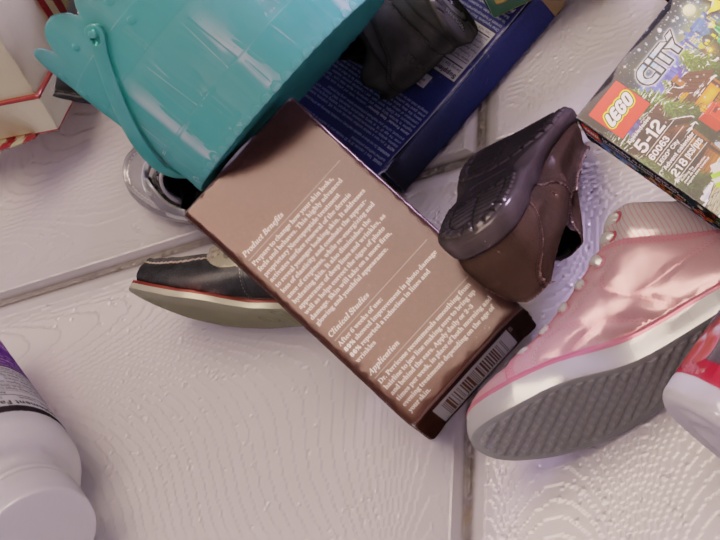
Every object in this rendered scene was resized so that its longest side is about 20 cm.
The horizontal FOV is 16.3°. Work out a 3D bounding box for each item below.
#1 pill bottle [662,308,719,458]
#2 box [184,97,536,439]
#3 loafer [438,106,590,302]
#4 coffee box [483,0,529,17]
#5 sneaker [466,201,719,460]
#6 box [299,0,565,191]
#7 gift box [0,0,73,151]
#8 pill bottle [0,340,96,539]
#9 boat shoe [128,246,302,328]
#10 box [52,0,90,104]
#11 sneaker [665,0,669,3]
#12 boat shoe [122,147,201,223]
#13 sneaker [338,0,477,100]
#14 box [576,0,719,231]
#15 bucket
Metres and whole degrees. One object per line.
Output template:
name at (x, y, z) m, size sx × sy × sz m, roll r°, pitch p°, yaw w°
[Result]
pill bottle at (0.261, 0.021, 1.356) m, size 0.111 × 0.111 × 0.200 m, roll 29°, pitch 80°, yaw 45°
box at (0.000, 0.000, 1.534) m, size 0.200 × 0.075 × 0.100 m, roll 43°, pitch 90°, yaw 15°
loafer at (0.098, -0.035, 1.517) m, size 0.073 × 0.071 × 0.200 m, roll -26°, pitch 14°, yaw 28°
coffee box at (0.112, -0.261, 1.685) m, size 0.123 × 0.044 × 0.200 m, roll -25°, pitch 41°, yaw 6°
sneaker at (0.144, 0.029, 1.462) m, size 0.200 × 0.075 × 0.105 m, roll -28°, pitch 52°, yaw 8°
box at (0.032, -0.133, 1.690) m, size 0.200 × 0.032 × 0.121 m, roll -48°, pitch 44°, yaw -3°
gift box at (-0.303, -0.182, 1.861) m, size 0.184 × 0.187 × 0.200 m, roll -6°, pitch 42°, yaw 32°
pill bottle at (-0.252, 0.122, 1.668) m, size 0.111 × 0.111 × 0.200 m, roll -45°, pitch 44°, yaw 2°
boat shoe at (-0.059, 0.002, 1.632) m, size 0.199 × 0.071 × 0.063 m, roll 2°, pitch 77°, yaw 31°
box at (-0.118, -0.203, 1.720) m, size 0.158 × 0.046 × 0.201 m, roll 11°, pitch 92°, yaw 25°
sneaker at (0.222, -0.174, 1.545) m, size 0.111 × 0.077 × 0.200 m, roll -19°, pitch 50°, yaw 22°
boat shoe at (-0.110, -0.060, 1.702) m, size 0.200 × 0.068 × 0.072 m, roll 21°, pitch 99°, yaw 48°
sneaker at (0.000, -0.191, 1.686) m, size 0.091 × 0.076 × 0.200 m, roll -45°, pitch 40°, yaw 13°
box at (0.238, -0.121, 1.432) m, size 0.136 × 0.038 × 0.200 m, roll 37°, pitch 86°, yaw 23°
bucket at (-0.089, -0.157, 1.570) m, size 0.135 × 0.207 × 0.207 m, roll 44°, pitch 90°, yaw 1°
